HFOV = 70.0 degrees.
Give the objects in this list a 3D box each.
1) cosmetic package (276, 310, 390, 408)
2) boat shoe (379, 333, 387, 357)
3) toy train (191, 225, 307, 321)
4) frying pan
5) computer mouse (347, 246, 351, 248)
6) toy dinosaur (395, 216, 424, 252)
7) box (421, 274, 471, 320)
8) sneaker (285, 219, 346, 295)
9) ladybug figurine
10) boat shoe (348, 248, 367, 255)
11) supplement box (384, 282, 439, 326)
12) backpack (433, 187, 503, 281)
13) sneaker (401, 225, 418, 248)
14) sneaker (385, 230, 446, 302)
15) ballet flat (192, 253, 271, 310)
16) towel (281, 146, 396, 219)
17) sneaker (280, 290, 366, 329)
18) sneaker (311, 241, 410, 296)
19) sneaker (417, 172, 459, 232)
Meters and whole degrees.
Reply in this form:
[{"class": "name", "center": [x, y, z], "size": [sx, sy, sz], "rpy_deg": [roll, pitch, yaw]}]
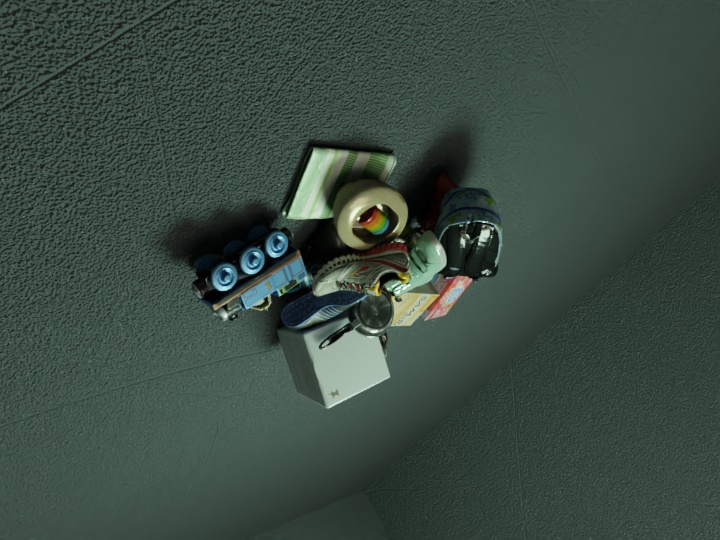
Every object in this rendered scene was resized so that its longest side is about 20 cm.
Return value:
[{"class": "cosmetic package", "center": [-0.066, 0.186, 1.166], "size": [0.165, 0.170, 0.199], "rpy_deg": [-20, -174, -25]}, {"class": "boat shoe", "center": [0.036, 0.167, 1.256], "size": [0.064, 0.200, 0.073], "rpy_deg": [-1, 97, -14]}, {"class": "toy train", "center": [-0.187, 0.006, 0.875], "size": [0.199, 0.086, 0.115], "rpy_deg": [-36, 124, -29]}, {"class": "frying pan", "center": [-0.007, 0.089, 1.075], "size": [0.188, 0.117, 0.031], "rpy_deg": [-9, 177, -28]}, {"class": "computer mouse", "center": [-0.003, -0.064, 1.095], "size": [0.058, 0.034, 0.200], "rpy_deg": [-22, 162, 13]}, {"class": "toy dinosaur", "center": [0.077, -0.079, 1.077], "size": [0.088, 0.048, 0.200], "rpy_deg": [-36, 132, 18]}, {"class": "box", "center": [0.224, 0.029, 1.404], "size": [0.094, 0.103, 0.201], "rpy_deg": [-8, 140, -41]}, {"class": "sneaker", "center": [-0.091, -0.016, 1.018], "size": [0.081, 0.074, 0.201], "rpy_deg": [-11, 143, -40]}, {"class": "ladybug figurine", "center": [0.015, -0.106, 0.950], "size": [0.135, 0.072, 0.200], "rpy_deg": [-39, 150, 8]}, {"class": "boat shoe", "center": [-0.001, -0.005, 1.115], "size": [0.085, 0.075, 0.202], "rpy_deg": [-8, 151, -36]}, {"class": "supplement box", "center": [0.090, 0.073, 1.274], "size": [0.199, 0.074, 0.126], "rpy_deg": [5, 133, -51]}, {"class": "backpack", "center": [0.221, -0.076, 1.071], "size": [0.161, 0.156, 0.200], "rpy_deg": [4, 164, 10]}, {"class": "sneaker", "center": [0.105, -0.028, 1.227], "size": [0.104, 0.076, 0.200], "rpy_deg": [-28, 140, 7]}, {"class": "sneaker", "center": [0.106, -0.001, 1.072], "size": [0.117, 0.074, 0.201], "rpy_deg": [-28, 160, -16]}, {"class": "ballet flat", "center": [-0.223, 0.026, 0.948], "size": [0.075, 0.064, 0.200], "rpy_deg": [-41, 151, 9]}, {"class": "towel", "center": [-0.034, -0.154, 0.928], "size": [0.198, 0.023, 0.153], "rpy_deg": [-7, 140, -40]}, {"class": "sneaker", "center": [-0.067, 0.063, 1.059], "size": [0.198, 0.071, 0.078], "rpy_deg": [-23, 168, 0]}, {"class": "sneaker", "center": [0.001, 0.011, 0.976], "size": [0.197, 0.083, 0.078], "rpy_deg": [-18, 156, 5]}, {"class": "sneaker", "center": [0.179, -0.128, 1.142], "size": [0.115, 0.079, 0.200], "rpy_deg": [-40, 151, 5]}]
